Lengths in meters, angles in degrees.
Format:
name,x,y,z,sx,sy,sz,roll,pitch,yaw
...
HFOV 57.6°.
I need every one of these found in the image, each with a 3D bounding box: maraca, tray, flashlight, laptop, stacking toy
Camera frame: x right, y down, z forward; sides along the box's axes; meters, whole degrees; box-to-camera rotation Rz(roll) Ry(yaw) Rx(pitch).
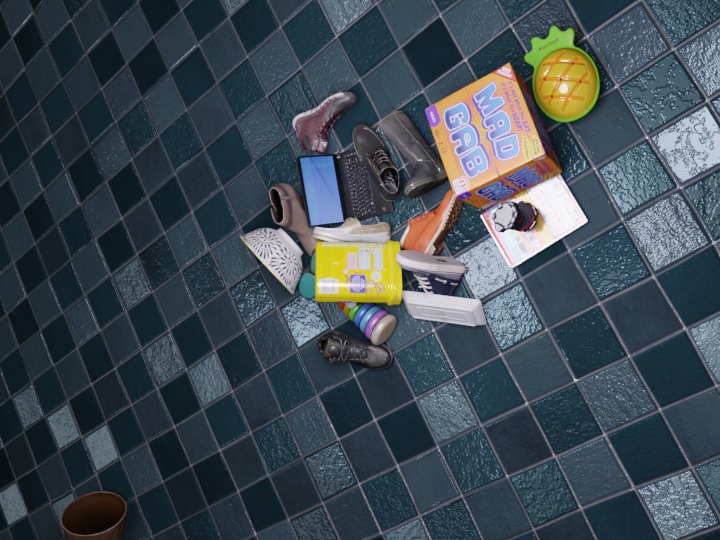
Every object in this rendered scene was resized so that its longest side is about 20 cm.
name,x,y,z,sx,sy,sz,roll,pitch,yaw
maraca,0.425,-0.414,1.384,0.135,0.106,0.204,-24,82,24
tray,0.190,0.093,1.521,0.196,0.108,0.023,6,59,25
flashlight,0.325,-0.116,1.373,0.067,0.199,0.069,-19,83,23
laptop,-0.037,-0.213,1.613,0.196,0.103,0.182,-11,88,25
stacking toy,-0.006,0.093,1.628,0.199,0.085,0.086,39,107,24

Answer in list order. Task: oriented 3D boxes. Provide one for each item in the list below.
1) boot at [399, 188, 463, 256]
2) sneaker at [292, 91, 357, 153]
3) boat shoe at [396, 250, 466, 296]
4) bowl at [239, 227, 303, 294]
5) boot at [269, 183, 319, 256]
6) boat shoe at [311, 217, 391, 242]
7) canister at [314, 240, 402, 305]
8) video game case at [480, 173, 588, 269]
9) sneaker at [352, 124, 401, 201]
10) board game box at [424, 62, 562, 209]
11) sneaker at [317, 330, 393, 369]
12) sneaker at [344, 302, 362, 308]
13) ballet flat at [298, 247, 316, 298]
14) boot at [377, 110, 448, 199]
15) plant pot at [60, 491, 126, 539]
name,x,y,z,sx,sy,sz,roll,pitch,yaw
boot,0.166,-0.117,1.541,0.107,0.075,0.203,36,107,25
sneaker,-0.080,-0.358,1.641,0.197,0.075,0.118,-20,76,34
boat shoe,0.152,0.015,1.490,0.075,0.197,0.094,43,119,50
bowl,-0.208,-0.044,1.675,0.094,0.201,0.201,-42,73,-5
boot,-0.168,-0.123,1.654,0.069,0.146,0.204,-26,82,21
boat shoe,-0.021,-0.094,1.590,0.195,0.075,0.070,6,94,-18
canister,-0.007,0.003,1.520,0.195,0.087,0.152,1,63,-5
video game case,0.385,-0.117,1.464,0.198,0.017,0.145,-34,78,22
sneaker,0.045,-0.267,1.558,0.074,0.106,0.203,-29,87,-2
board game box,0.286,-0.274,1.395,0.197,0.199,0.204,-24,77,24
sneaker,-0.021,0.203,1.618,0.196,0.114,0.078,17,101,21
sneaker,0.000,0.000,1.622,0.111,0.076,0.203,-7,54,-11
ballet flat,-0.104,-0.003,1.662,0.073,0.072,0.201,48,145,16
boot,0.108,-0.273,1.511,0.072,0.181,0.202,-38,83,39
plant pot,-0.802,0.817,1.991,0.183,0.186,0.205,14,113,24
